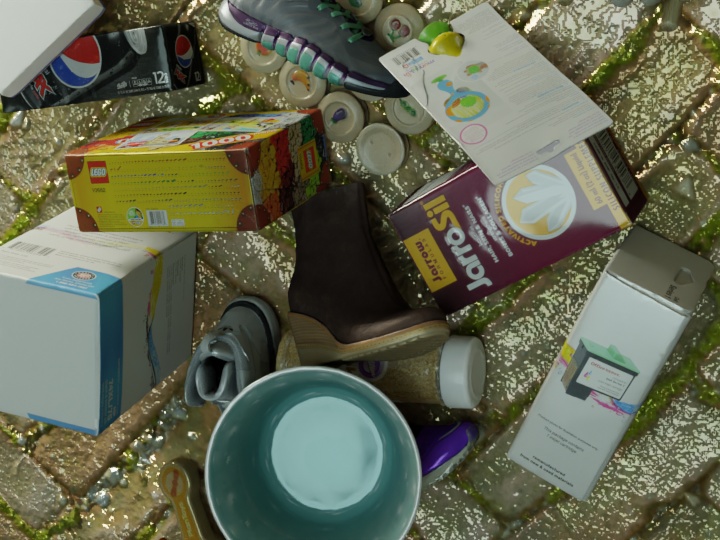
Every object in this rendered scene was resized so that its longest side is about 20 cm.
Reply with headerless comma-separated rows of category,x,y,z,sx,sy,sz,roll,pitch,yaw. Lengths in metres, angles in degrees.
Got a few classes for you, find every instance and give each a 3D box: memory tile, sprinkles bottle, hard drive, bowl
memory tile,-0.009,-0.199,1.358,0.200,0.017,0.154,41,117,5
sprinkles bottle,0.019,0.094,1.415,0.198,0.068,0.069,1,108,22
hard drive,-0.343,-0.287,1.413,0.132,0.025,0.201,-39,72,17
bowl,-0.037,0.180,1.362,0.198,0.105,0.203,1,96,8

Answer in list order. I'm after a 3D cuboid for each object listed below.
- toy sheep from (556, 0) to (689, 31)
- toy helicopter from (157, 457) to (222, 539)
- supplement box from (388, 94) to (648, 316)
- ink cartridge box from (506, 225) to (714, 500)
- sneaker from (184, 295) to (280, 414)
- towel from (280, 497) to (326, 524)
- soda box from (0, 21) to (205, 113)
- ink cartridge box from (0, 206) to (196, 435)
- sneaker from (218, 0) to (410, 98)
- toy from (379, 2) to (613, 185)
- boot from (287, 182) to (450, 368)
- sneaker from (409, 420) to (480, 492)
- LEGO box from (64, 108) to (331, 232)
toy sheep,0.217,-0.274,1.178,0.198,0.138,0.139,16,113,2
toy helicopter,-0.177,0.301,1.572,0.131,0.079,0.202,-19,89,35
supplement box,0.140,-0.057,1.306,0.199,0.086,0.111,-28,96,27
ink cartridge box,0.220,0.078,1.284,0.083,0.145,0.201,29,116,10
sneaker,-0.123,0.136,1.459,0.074,0.115,0.202,2,108,21
towel,-0.071,0.252,1.485,0.199,0.023,0.144,29,157,12
soda box,-0.257,-0.198,1.426,0.198,0.071,0.064,-5,101,23
ink cartridge box,-0.270,0.042,1.439,0.145,0.200,0.148,12,113,18
sneaker,-0.033,-0.225,1.311,0.199,0.074,0.088,26,110,13
toy,0.112,-0.142,1.242,0.200,0.114,0.047,53,166,38
boot,0.000,0.000,1.340,0.199,0.072,0.168,-13,77,47
sneaker,0.018,0.175,1.441,0.199,0.070,0.100,-27,94,26
LEGO box,-0.149,-0.094,1.367,0.198,0.149,0.078,0,109,26
